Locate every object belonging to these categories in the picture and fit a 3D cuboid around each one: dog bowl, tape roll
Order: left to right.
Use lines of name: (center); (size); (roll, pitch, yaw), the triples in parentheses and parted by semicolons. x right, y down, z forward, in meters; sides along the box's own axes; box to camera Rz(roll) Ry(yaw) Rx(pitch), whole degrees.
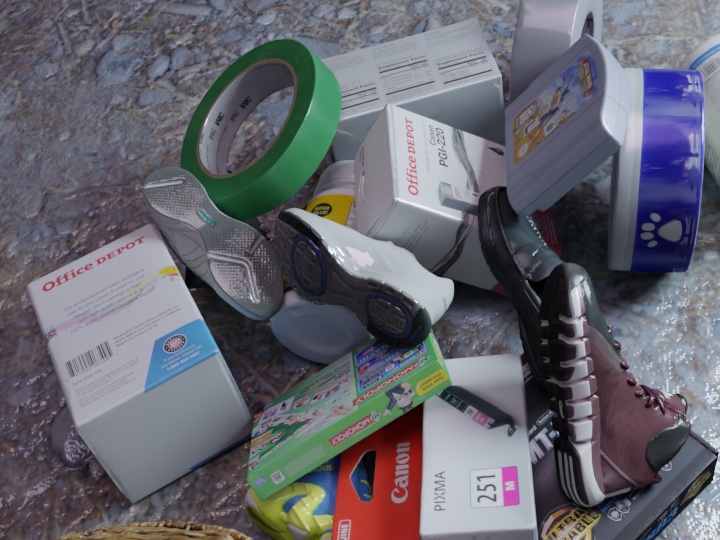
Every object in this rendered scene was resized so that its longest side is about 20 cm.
tape roll: (-0.112, -0.156, 1.051); (0.198, 0.048, 0.203); (-22, 52, 31)
tape roll: (0.227, -0.246, 1.102); (0.065, 0.202, 0.202); (9, 53, 22)
dog bowl: (0.294, -0.100, 0.964); (0.077, 0.202, 0.202); (3, 51, 13)

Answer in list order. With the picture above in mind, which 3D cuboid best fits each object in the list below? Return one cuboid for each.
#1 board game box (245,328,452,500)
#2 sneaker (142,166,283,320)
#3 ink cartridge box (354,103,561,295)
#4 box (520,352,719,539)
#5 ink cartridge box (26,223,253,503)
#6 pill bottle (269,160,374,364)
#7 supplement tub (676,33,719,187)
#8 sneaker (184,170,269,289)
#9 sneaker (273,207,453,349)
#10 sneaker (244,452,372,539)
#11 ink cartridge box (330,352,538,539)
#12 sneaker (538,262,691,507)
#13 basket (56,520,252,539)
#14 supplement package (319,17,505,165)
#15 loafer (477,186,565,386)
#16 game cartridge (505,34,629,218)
board game box: (-0.014, 0.119, 0.886); (0.198, 0.029, 0.135); (-32, 17, 7)
sneaker: (-0.146, -0.019, 0.977); (0.070, 0.081, 0.200); (-34, 66, -24)
ink cartridge box: (0.098, -0.071, 1.001); (0.197, 0.085, 0.147); (15, 47, -19)
box: (0.180, 0.175, 0.864); (0.199, 0.050, 0.198); (-36, 53, -18)
ink cartridge box: (-0.220, 0.089, 0.965); (0.145, 0.147, 0.201); (-27, 49, -10)
pill bottle: (-0.021, -0.013, 1.024); (0.112, 0.115, 0.202); (2, 51, 15)
supplement tub: (0.424, -0.148, 1.019); (0.130, 0.133, 0.202); (-15, 50, 0)
sneaker: (-0.147, -0.041, 1.114); (0.089, 0.077, 0.202); (14, 41, -10)
sneaker: (0.000, 0.000, 0.911); (0.199, 0.075, 0.087); (34, 38, 22)
sneaker: (-0.008, 0.216, 0.856); (0.198, 0.076, 0.105); (24, 59, 30)
ink cartridge box: (0.060, 0.159, 0.824); (0.170, 0.044, 0.201); (-6, 36, 10)
sneaker: (0.217, 0.090, 0.807); (0.113, 0.204, 0.076); (-6, 5, -9)
basket: (-0.180, 0.314, 0.824); (0.196, 0.152, 0.143); (-3, 17, 11)
supplement package: (0.060, -0.174, 1.111); (0.197, 0.157, 0.112); (-15, 50, 1)
loafer: (0.167, 0.007, 0.888); (0.067, 0.070, 0.203); (-4, 67, -38)
game cartridge: (0.197, -0.148, 0.924); (0.133, 0.041, 0.201); (-47, 19, 32)
